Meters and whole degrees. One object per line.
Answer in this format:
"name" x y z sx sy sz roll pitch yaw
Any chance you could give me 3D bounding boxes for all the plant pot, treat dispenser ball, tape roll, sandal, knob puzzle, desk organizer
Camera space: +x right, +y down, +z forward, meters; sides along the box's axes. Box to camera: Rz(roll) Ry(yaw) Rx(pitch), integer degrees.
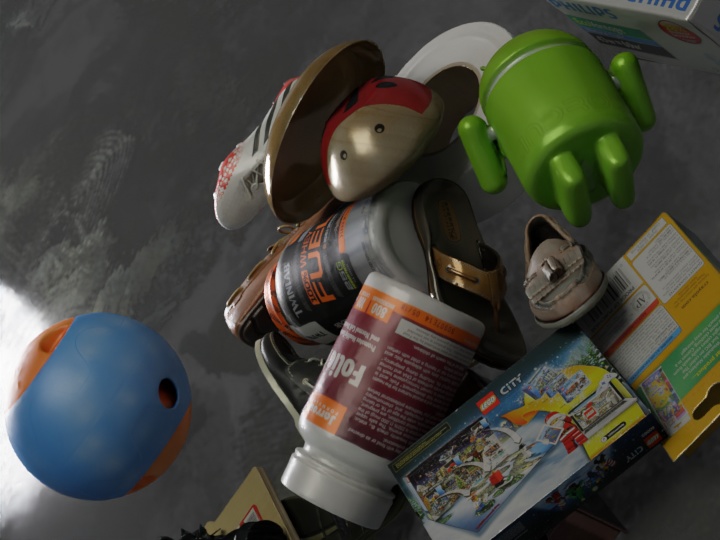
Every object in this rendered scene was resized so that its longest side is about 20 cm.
"plant pot" -0.040 -0.141 1.711 0.027 0.200 0.200 28 87 19
"treat dispenser ball" -0.281 0.146 1.848 0.201 0.201 0.201 -28 46 34
"tape roll" 0.102 -0.146 1.721 0.202 0.071 0.203 -28 47 35
"sandal" -0.012 0.230 1.599 0.201 0.057 0.080 -32 70 39
"sandal" 0.103 -0.003 1.572 0.055 0.082 0.200 -45 51 50
"knob puzzle" -0.100 0.318 1.640 0.219 0.030 0.220 -6 82 50
"desk organizer" 0.133 0.177 1.460 0.077 0.072 0.200 -52 37 12

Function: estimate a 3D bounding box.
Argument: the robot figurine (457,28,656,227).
"robot figurine" 0.179 -0.136 1.549 0.175 0.116 0.200 -24 53 -1

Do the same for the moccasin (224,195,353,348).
"moccasin" -0.068 -0.010 1.820 0.201 0.074 0.078 -52 41 11

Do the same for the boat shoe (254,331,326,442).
"boat shoe" -0.043 0.120 1.706 0.068 0.072 0.200 -46 42 6

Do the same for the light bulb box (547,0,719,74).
"light bulb box" 0.304 -0.293 1.546 0.198 0.125 0.200 23 84 52

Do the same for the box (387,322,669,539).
"box" 0.132 0.146 1.388 0.200 0.038 0.137 -39 38 4

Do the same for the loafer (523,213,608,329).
"loafer" 0.165 -0.002 1.477 0.072 0.063 0.200 -37 7 10

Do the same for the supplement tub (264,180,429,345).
"supplement tub" 0.000 0.000 1.680 0.200 0.122 0.123 -29 45 47

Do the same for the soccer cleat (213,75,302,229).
"soccer cleat" -0.096 -0.131 1.943 0.200 0.069 0.085 -56 32 -4

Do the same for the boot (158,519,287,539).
"boot" -0.133 0.329 1.599 0.162 0.073 0.199 -23 63 46

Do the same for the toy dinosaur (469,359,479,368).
"toy dinosaur" 0.071 0.112 1.605 0.200 0.058 0.101 -59 21 -13

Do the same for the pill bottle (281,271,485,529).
"pill bottle" 0.016 0.113 1.487 0.114 0.114 0.200 24 88 53

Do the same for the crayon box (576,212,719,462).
"crayon box" 0.265 0.059 1.406 0.126 0.052 0.200 -48 37 14

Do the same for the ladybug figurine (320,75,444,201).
"ladybug figurine" 0.014 -0.134 1.643 0.136 0.072 0.200 -38 13 12
